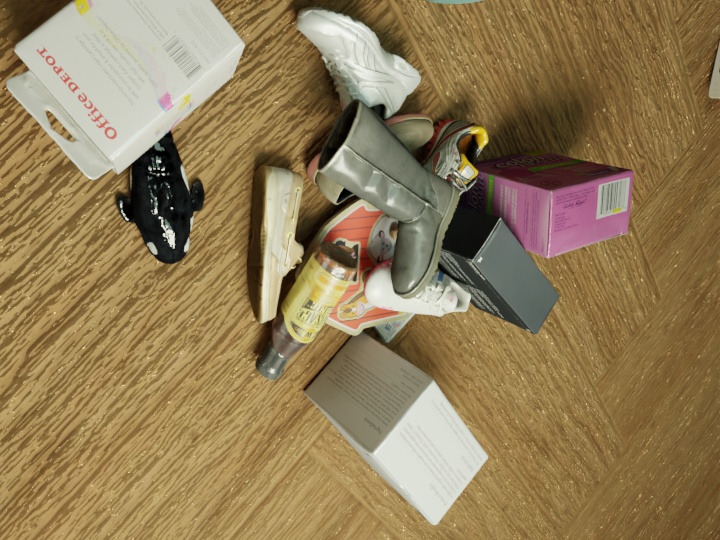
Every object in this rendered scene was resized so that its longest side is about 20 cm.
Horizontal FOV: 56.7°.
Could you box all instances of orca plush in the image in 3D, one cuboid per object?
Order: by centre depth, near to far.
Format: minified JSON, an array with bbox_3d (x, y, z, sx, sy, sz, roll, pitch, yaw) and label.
[{"bbox_3d":[-0.217,-0.101,0.769,0.103,0.071,0.206,6,102,-35],"label":"orca plush"}]

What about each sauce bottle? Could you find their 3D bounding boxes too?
[{"bbox_3d":[-0.077,0.059,0.890,0.065,0.066,0.203,16,116,-35],"label":"sauce bottle"}]

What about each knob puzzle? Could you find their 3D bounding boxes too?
[{"bbox_3d":[0.000,0.000,0.947,0.215,0.030,0.226,-12,113,-30],"label":"knob puzzle"}]

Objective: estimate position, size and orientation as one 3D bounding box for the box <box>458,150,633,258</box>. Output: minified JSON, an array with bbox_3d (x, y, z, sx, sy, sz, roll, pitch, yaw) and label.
[{"bbox_3d":[0.277,-0.109,1.017,0.172,0.199,0.100,-14,113,-28],"label":"box"}]

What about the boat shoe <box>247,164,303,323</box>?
[{"bbox_3d":[-0.105,-0.031,0.867,0.067,0.073,0.206,-1,106,-27],"label":"boat shoe"}]

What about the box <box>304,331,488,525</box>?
[{"bbox_3d":[0.051,0.227,0.983,0.131,0.199,0.200,-45,125,-13],"label":"box"}]

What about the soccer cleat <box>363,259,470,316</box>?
[{"bbox_3d":[0.088,0.028,0.952,0.197,0.085,0.072,4,105,-50],"label":"soccer cleat"}]

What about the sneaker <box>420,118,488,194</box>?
[{"bbox_3d":[0.118,-0.133,0.949,0.078,0.081,0.204,38,70,-40],"label":"sneaker"}]

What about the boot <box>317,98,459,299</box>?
[{"bbox_3d":[0.028,-0.083,0.833,0.198,0.071,0.187,29,75,-41],"label":"boot"}]

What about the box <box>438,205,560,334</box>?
[{"bbox_3d":[0.191,-0.004,1.007,0.080,0.140,0.200,-52,127,-7],"label":"box"}]

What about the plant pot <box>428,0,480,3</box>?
[{"bbox_3d":[0.125,-0.429,0.818,0.197,0.200,0.164,-27,131,-23],"label":"plant pot"}]

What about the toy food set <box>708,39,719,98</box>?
[{"bbox_3d":[0.772,-0.381,1.351,0.197,0.060,0.148,18,85,-38],"label":"toy food set"}]

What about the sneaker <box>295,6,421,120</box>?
[{"bbox_3d":[-0.009,-0.256,0.855,0.197,0.078,0.101,25,96,-36],"label":"sneaker"}]

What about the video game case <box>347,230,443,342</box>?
[{"bbox_3d":[0.063,-0.021,1.015,0.200,0.023,0.183,-44,125,-13],"label":"video game case"}]

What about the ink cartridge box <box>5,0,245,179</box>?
[{"bbox_3d":[-0.235,-0.200,0.671,0.200,0.125,0.129,-43,103,-12],"label":"ink cartridge box"}]

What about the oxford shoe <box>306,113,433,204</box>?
[{"bbox_3d":[0.027,-0.146,0.903,0.197,0.075,0.071,-29,154,-16],"label":"oxford shoe"}]
